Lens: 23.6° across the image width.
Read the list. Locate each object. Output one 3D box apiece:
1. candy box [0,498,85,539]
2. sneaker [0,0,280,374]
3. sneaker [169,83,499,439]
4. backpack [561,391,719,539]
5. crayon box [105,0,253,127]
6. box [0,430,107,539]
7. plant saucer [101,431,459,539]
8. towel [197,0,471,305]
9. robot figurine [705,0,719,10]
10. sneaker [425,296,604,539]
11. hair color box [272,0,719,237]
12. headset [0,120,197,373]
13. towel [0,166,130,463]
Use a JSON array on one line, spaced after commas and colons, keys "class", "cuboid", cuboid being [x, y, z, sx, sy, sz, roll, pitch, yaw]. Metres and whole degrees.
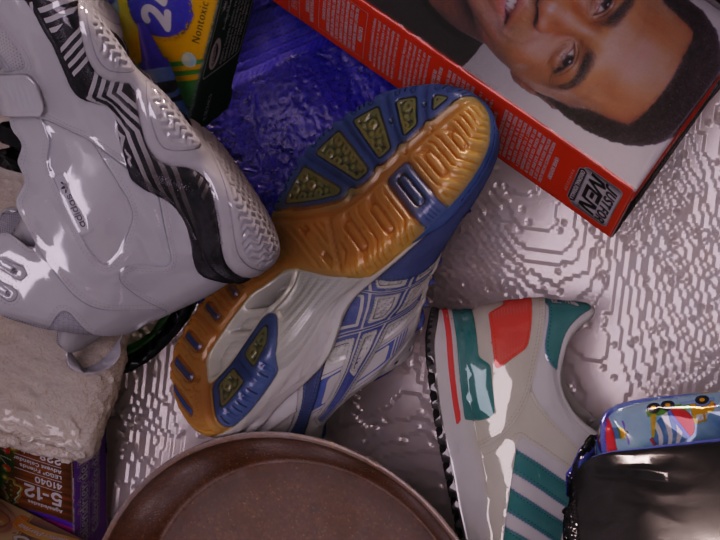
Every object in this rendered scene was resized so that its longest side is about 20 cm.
[{"class": "candy box", "cuboid": [-0.200, 0.213, 0.868, 0.115, 0.055, 0.201, 23, 114, 11]}, {"class": "sneaker", "cuboid": [-0.133, -0.051, 0.717, 0.115, 0.075, 0.200, -37, 105, 6]}, {"class": "sneaker", "cuboid": [0.000, 0.000, 0.780, 0.200, 0.088, 0.075, -47, 50, 21]}, {"class": "backpack", "cuboid": [0.181, 0.164, 0.740, 0.181, 0.135, 0.201, -9, 125, 8]}, {"class": "crayon box", "cuboid": [-0.142, -0.156, 0.765, 0.199, 0.052, 0.126, 26, 124, 11]}, {"class": "box", "cuboid": [-0.223, 0.070, 0.874, 0.199, 0.039, 0.138, 17, 127, 15]}, {"class": "plant saucer", "cuboid": [-0.029, 0.169, 0.784, 0.199, 0.034, 0.202, 2, 98, 17]}, {"class": "towel", "cuboid": [-0.048, -0.091, 0.829, 0.147, 0.050, 0.201, -24, 85, 0]}, {"class": "robot figurine", "cuboid": [0.206, -0.148, 0.717, 0.200, 0.125, 0.151, 36, 89, 11]}, {"class": "sneaker", "cuboid": [0.089, 0.108, 0.800, 0.093, 0.070, 0.201, -11, 94, 2]}, {"class": "hair color box", "cuboid": [0.064, -0.117, 0.781, 0.199, 0.061, 0.102, 35, 72, 8]}, {"class": "headset", "cuboid": [-0.172, -0.028, 0.860, 0.199, 0.094, 0.124, 35, 100, 1]}, {"class": "towel", "cuboid": [-0.197, 0.008, 0.778, 0.199, 0.035, 0.133, 15, 58, -1]}]
